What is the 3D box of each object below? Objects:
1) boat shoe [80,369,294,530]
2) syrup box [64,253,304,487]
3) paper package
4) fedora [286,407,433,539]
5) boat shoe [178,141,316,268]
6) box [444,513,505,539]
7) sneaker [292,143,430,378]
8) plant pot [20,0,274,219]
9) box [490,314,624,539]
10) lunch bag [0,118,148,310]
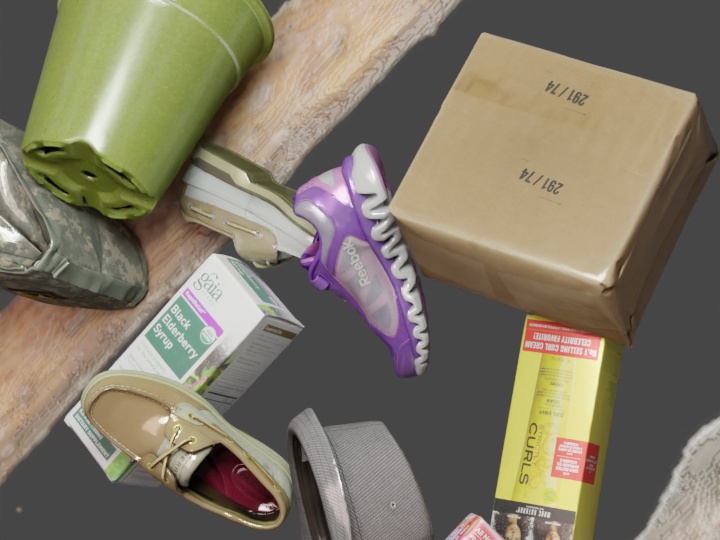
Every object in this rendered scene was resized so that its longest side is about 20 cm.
[{"bbox_3d":[-0.139,0.148,1.637,0.199,0.066,0.074,28,105,-13],"label":"boat shoe"},{"bbox_3d":[-0.151,0.087,1.710,0.200,0.081,0.079,-48,65,11],"label":"syrup box"},{"bbox_3d":[0.153,-0.066,1.558,0.199,0.104,0.192,18,68,28],"label":"paper package"},{"bbox_3d":[0.004,0.200,1.589,0.090,0.177,0.202,-12,97,-11],"label":"fedora"},{"bbox_3d":[-0.073,-0.036,1.709,0.199,0.075,0.069,33,106,30],"label":"boat shoe"},{"bbox_3d":[0.125,0.284,1.479,0.200,0.095,0.103,44,85,3],"label":"box"},{"bbox_3d":[0.000,0.000,1.610,0.088,0.081,0.201,-18,113,3],"label":"sneaker"},{"bbox_3d":[-0.198,-0.153,1.689,0.199,0.200,0.191,9,64,27],"label":"plant pot"},{"bbox_3d":[0.154,0.140,1.567,0.075,0.050,0.202,8,82,27],"label":"box"},{"bbox_3d":[-0.294,-0.040,1.759,0.200,0.164,0.118,43,97,28],"label":"lunch bag"}]
